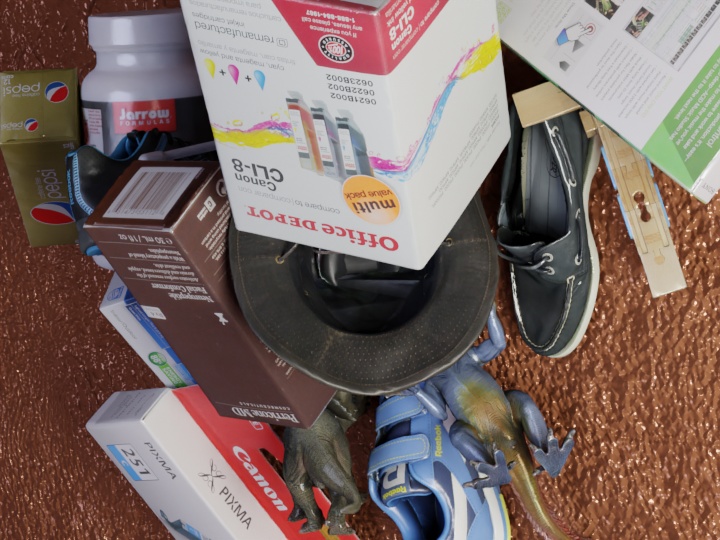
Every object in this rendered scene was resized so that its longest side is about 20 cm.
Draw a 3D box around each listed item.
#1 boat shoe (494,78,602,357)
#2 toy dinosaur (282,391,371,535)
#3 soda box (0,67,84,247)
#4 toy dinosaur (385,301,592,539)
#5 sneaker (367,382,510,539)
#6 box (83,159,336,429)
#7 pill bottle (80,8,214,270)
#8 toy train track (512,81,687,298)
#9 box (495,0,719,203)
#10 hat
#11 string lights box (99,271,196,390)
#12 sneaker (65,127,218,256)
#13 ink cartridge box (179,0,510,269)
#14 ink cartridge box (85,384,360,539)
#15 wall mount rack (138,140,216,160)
[{"bbox_3d":[0.121,-0.033,1.379,0.074,0.066,0.201,25,117,39],"label":"boat shoe"},{"bbox_3d":[-0.032,0.137,1.494,0.076,0.200,0.103,-12,99,9],"label":"toy dinosaur"},{"bbox_3d":[-0.257,-0.091,1.695,0.200,0.063,0.068,92,174,-67],"label":"soda box"},{"bbox_3d":[0.065,0.095,1.440,0.181,0.104,0.201,44,154,56],"label":"toy dinosaur"},{"bbox_3d":[0.044,0.128,1.490,0.074,0.082,0.202,-33,72,47],"label":"sneaker"},{"bbox_3d":[-0.098,0.017,1.443,0.100,0.075,0.201,3,138,44],"label":"box"},{"bbox_3d":[-0.166,-0.107,1.637,0.115,0.115,0.202,8,105,46],"label":"pill bottle"},{"bbox_3d":[0.170,-0.081,1.323,0.114,0.033,0.202,-18,83,8],"label":"toy train track"},{"bbox_3d":[0.184,-0.156,1.262,0.200,0.036,0.145,44,101,33],"label":"box"},{"bbox_3d":[0.000,0.000,1.395,0.202,0.199,0.081,59,166,19],"label":"hat"},{"bbox_3d":[-0.089,0.018,1.553,0.199,0.059,0.103,-18,126,32],"label":"string lights box"},{"bbox_3d":[-0.137,-0.075,1.542,0.073,0.199,0.083,-15,94,45],"label":"sneaker"},{"bbox_3d":[-0.005,-0.128,1.275,0.144,0.145,0.201,13,137,26],"label":"ink cartridge box"},{"bbox_3d":[-0.106,0.178,1.618,0.176,0.045,0.201,-11,122,52],"label":"ink cartridge box"},{"bbox_3d":[-0.058,-0.111,1.490,0.199,0.174,0.075,18,155,44],"label":"wall mount rack"}]
